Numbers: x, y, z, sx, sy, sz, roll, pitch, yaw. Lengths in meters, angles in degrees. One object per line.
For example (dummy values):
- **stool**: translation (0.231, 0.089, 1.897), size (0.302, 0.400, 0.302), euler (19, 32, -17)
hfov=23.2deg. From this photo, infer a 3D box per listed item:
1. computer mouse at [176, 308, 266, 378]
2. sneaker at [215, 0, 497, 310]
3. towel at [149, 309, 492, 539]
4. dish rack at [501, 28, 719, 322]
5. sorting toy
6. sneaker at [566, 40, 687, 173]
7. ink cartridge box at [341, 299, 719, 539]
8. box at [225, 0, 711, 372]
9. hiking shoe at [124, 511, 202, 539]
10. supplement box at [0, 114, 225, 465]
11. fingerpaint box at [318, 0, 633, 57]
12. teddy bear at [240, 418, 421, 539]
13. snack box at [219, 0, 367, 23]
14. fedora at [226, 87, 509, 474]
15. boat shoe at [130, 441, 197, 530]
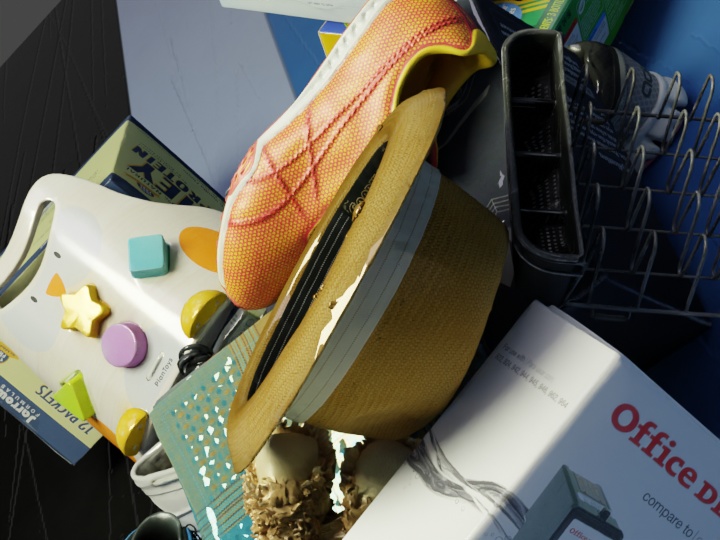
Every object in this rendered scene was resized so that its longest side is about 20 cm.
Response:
- **computer mouse**: translation (-0.056, 0.009, 1.214), size (0.200, 0.046, 0.140), euler (-45, -9, 2)
- **sneaker**: translation (-0.008, -0.055, 0.916), size (0.077, 0.073, 0.200), euler (44, 109, 28)
- **towel**: translation (-0.017, 0.077, 0.918), size (0.200, 0.022, 0.147), euler (-39, 58, 23)
- **dish rack**: translation (0.164, -0.039, 0.841), size (0.055, 0.199, 0.154), euler (100, 173, -49)
- **sorting toy**: translation (-0.187, 0.026, 1.269), size (0.200, 0.180, 0.107), euler (-60, -14, 14)
- **sneaker**: translation (0.106, -0.060, 1.075), size (0.200, 0.087, 0.074), euler (-49, 25, 4)
- **ink cartridge box**: translation (0.080, 0.138, 0.779), size (0.200, 0.145, 0.084), euler (-51, 26, -1)
- **box**: translation (0.053, -0.008, 0.973), size (0.197, 0.117, 0.200), euler (-38, 55, 26)
- **hiking shoe**: translation (-0.094, 0.178, 1.002), size (0.074, 0.087, 0.200), euler (-5, 1, 17)
- **supplement box**: translation (-0.207, 0.011, 1.411), size (0.200, 0.134, 0.200), euler (-45, 15, 12)
- **fingerpaint box**: translation (0.092, -0.192, 1.190), size (0.166, 0.073, 0.200), euler (8, 49, 30)
- **teddy bear**: translation (-0.012, 0.169, 0.863), size (0.144, 0.201, 0.067), euler (-13, 2, 7)
- **snack box**: translation (0.010, -0.227, 1.167), size (0.200, 0.053, 0.142), euler (14, 52, 38)
- **fedora**: translation (0.012, 0.017, 0.801), size (0.201, 0.082, 0.201), euler (-61, 7, 13)
- **boat shoe**: translation (-0.074, 0.099, 1.184), size (0.200, 0.066, 0.072), euler (-36, 28, 28)
